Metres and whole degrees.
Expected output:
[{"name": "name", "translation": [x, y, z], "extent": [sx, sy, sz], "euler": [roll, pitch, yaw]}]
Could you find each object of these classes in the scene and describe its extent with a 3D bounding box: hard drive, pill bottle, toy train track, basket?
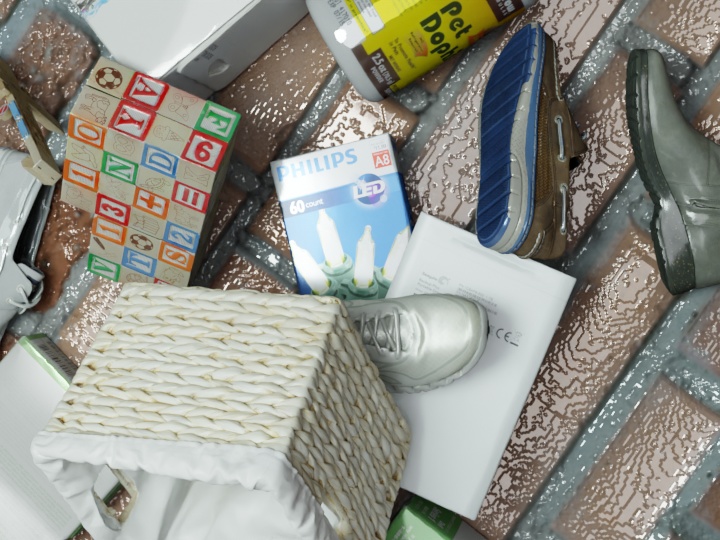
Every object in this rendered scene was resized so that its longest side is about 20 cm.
[{"name": "hard drive", "translation": [0.069, 0.073, 1.172], "extent": [0.131, 0.027, 0.202], "euler": [23, 93, 6]}, {"name": "pill bottle", "translation": [0.063, -0.226, 1.182], "extent": [0.199, 0.109, 0.110], "euler": [-32, 86, 9]}, {"name": "toy train track", "translation": [-0.280, -0.119, 1.215], "extent": [0.033, 0.200, 0.115], "euler": [-43, 129, 5]}, {"name": "basket", "translation": [-0.086, 0.127, 1.071], "extent": [0.198, 0.199, 0.162], "euler": [4, 53, 26]}]

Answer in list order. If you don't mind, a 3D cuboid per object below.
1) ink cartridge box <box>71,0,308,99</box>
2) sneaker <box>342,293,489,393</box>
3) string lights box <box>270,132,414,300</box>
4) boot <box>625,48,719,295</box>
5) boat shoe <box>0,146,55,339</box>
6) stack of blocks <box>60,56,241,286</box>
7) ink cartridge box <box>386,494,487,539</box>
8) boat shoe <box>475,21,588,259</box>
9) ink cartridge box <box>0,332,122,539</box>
[{"name": "ink cartridge box", "translation": [-0.156, -0.252, 1.199], "extent": [0.144, 0.147, 0.201], "euler": [-38, 86, 8]}, {"name": "sneaker", "translation": [-0.001, 0.053, 1.128], "extent": [0.198, 0.081, 0.076], "euler": [-7, 77, 26]}, {"name": "string lights box", "translation": [0.000, 0.000, 1.222], "extent": [0.102, 0.059, 0.203], "euler": [-14, 90, 6]}, {"name": "boot", "translation": [0.283, -0.086, 1.179], "extent": [0.129, 0.068, 0.202], "euler": [-13, 96, 4]}, {"name": "boat shoe", "translation": [-0.299, 0.000, 1.272], "extent": [0.068, 0.072, 0.203], "euler": [12, 84, 9]}, {"name": "stack of blocks", "translation": [-0.169, -0.063, 1.174], "extent": [0.114, 0.201, 0.059], "euler": [21, 56, -1]}, {"name": "ink cartridge box", "translation": [0.079, 0.296, 1.203], "extent": [0.199, 0.084, 0.147], "euler": [37, 97, 7]}, {"name": "boat shoe", "translation": [0.135, -0.097, 1.180], "extent": [0.072, 0.072, 0.202], "euler": [20, 65, -23]}, {"name": "ink cartridge box", "translation": [-0.292, 0.175, 1.280], "extent": [0.145, 0.048, 0.200], "euler": [43, 98, 6]}]
